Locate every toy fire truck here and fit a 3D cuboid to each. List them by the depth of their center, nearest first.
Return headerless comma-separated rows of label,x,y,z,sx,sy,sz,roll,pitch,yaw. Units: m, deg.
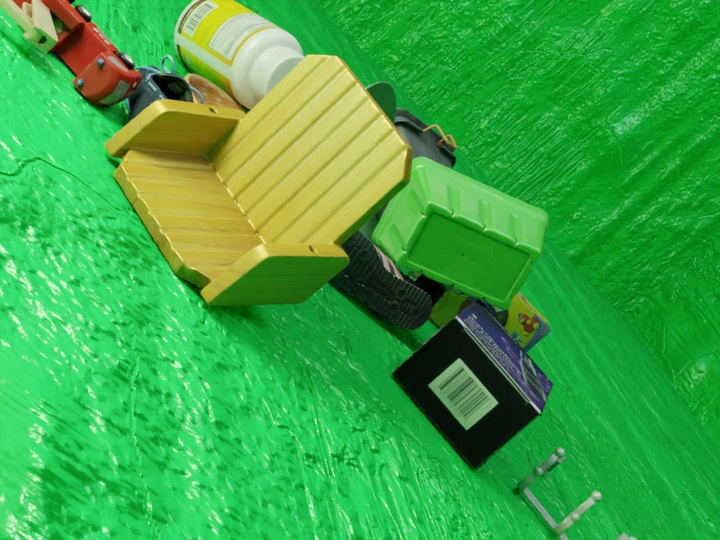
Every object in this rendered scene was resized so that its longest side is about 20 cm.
toy fire truck,-0.308,-0.242,1.164,0.200,0.049,0.141,49,13,-2

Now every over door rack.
over door rack,0.273,0.290,1.479,0.148,0.067,0.200,52,13,13

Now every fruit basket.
fruit basket,0.123,-0.049,1.545,0.215,0.156,0.216,24,22,-10

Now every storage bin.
storage bin,0.080,-0.121,1.699,0.200,0.145,0.135,27,36,-57

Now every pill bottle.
pill bottle,-0.148,-0.277,1.558,0.200,0.109,0.109,37,3,39

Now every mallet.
mallet,0.017,-0.008,1.604,0.200,0.066,0.041,34,8,5

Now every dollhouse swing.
dollhouse swing,-0.087,-0.100,1.098,0.181,0.176,0.200,1,48,-53

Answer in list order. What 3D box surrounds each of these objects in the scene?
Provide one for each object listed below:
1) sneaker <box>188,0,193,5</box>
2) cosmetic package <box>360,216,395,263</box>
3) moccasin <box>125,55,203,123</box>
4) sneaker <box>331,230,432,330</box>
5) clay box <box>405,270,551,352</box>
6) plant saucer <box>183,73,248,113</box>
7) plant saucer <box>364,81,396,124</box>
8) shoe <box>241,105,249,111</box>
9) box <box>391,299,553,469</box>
sneaker,-0.205,-0.355,1.831,0.083,0.074,0.200,32,1,34
cosmetic package,-0.009,-0.101,1.735,0.200,0.051,0.082,53,16,22
moccasin,-0.201,-0.173,1.269,0.080,0.068,0.200,41,15,-30
sneaker,0.000,0.000,1.470,0.200,0.070,0.082,44,-4,-31
clay box,0.164,0.050,1.720,0.200,0.115,0.048,43,13,-18
plant saucer,-0.150,-0.153,1.456,0.200,0.037,0.200,44,13,-13
plant saucer,-0.022,-0.151,1.516,0.039,0.202,0.201,27,6,18
shoe,-0.082,-0.228,1.725,0.199,0.072,0.091,20,18,0
box,0.137,0.128,1.422,0.148,0.104,0.200,48,13,4
